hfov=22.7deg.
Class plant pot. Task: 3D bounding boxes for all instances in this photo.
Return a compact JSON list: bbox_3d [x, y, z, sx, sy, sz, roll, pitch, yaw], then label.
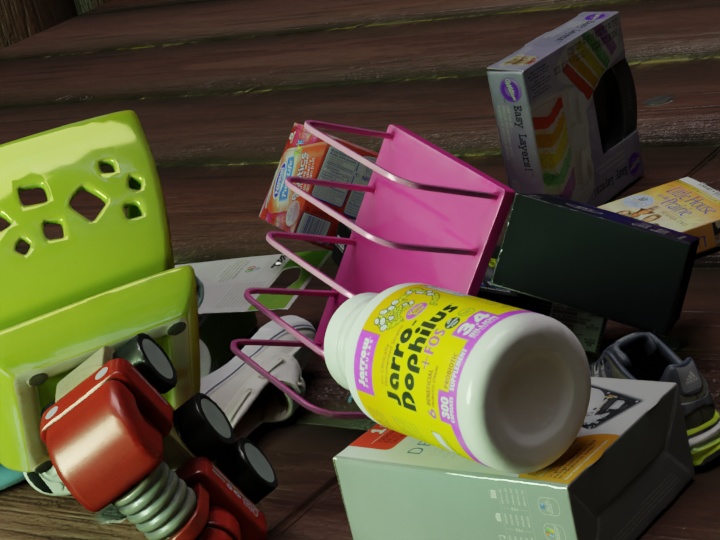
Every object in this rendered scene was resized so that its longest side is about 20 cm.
[{"bbox_3d":[-0.227,0.028,1.375,0.197,0.201,0.182,-20,59,-17],"label":"plant pot"}]

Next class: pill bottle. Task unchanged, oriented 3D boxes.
[{"bbox_3d":[0.057,0.066,1.220,0.104,0.105,0.199,-25,21,-28],"label":"pill bottle"}]

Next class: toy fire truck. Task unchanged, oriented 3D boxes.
[{"bbox_3d":[-0.151,0.172,1.234,0.128,0.176,0.200,-36,23,12],"label":"toy fire truck"}]

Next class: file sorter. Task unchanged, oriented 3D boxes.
[{"bbox_3d":[0.000,0.000,1.381,0.125,0.202,0.139,4,21,-45],"label":"file sorter"}]

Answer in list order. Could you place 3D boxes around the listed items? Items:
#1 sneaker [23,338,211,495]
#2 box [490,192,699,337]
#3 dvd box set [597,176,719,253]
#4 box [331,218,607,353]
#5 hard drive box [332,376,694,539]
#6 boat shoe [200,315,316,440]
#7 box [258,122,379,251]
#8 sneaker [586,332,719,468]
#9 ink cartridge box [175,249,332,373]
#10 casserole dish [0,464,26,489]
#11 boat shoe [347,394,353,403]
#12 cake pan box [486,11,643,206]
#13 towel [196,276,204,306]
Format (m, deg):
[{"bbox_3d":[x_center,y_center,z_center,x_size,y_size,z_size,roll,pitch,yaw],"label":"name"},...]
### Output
[{"bbox_3d":[-0.226,0.128,1.571,0.200,0.081,0.146,-40,9,-25],"label":"sneaker"},{"bbox_3d":[0.191,-0.008,1.430,0.140,0.080,0.200,14,5,11],"label":"box"},{"bbox_3d":[0.255,-0.033,1.711,0.198,0.030,0.146,-18,19,-9],"label":"dvd box set"},{"bbox_3d":[0.091,0.011,1.562,0.198,0.048,0.193,10,15,-16],"label":"box"},{"bbox_3d":[0.108,0.139,1.259,0.199,0.077,0.156,1,23,39],"label":"hard drive box"},{"bbox_3d":[-0.082,0.104,1.539,0.069,0.071,0.200,25,31,21],"label":"boat shoe"},{"bbox_3d":[0.019,-0.056,1.696,0.199,0.101,0.095,20,4,-27],"label":"box"},{"bbox_3d":[0.200,0.081,1.345,0.073,0.082,0.199,-24,21,-27],"label":"sneaker"},{"bbox_3d":[-0.130,0.047,1.702,0.198,0.076,0.148,-6,20,21],"label":"ink cartridge box"},{"bbox_3d":[-0.331,0.153,1.594,0.120,0.039,0.200,-21,19,-4],"label":"casserole dish"},{"bbox_3d":[0.026,0.076,1.495,0.068,0.085,0.199,-28,21,-27],"label":"boat shoe"},{"bbox_3d":[0.215,-0.151,1.838,0.052,0.186,0.200,7,27,38],"label":"cake pan box"},{"bbox_3d":[-0.250,0.061,1.558,0.199,0.048,0.171,-35,20,-30],"label":"towel"}]
